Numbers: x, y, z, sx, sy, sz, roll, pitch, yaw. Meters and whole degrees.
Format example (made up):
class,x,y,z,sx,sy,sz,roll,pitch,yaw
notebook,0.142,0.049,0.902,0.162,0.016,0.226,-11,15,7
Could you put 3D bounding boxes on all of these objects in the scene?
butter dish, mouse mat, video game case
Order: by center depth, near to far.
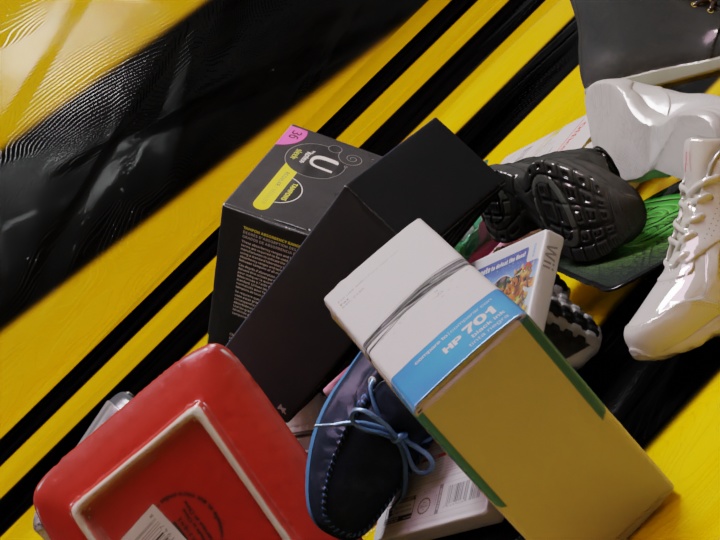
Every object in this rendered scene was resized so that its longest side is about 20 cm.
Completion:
class,x,y,z,sx,sy,sz,roll,pitch,yaw
video game case,0.072,0.081,1.342,0.143,0.018,0.201,-26,44,57
mouse mat,0.215,-0.034,1.411,0.160,0.008,0.200,-28,9,-5
butter dish,-0.097,0.176,1.436,0.199,0.200,0.148,-39,-9,17

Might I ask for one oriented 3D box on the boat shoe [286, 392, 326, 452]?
class,x,y,z,sx,sy,sz,roll,pitch,yaw
boat shoe,-0.083,0.103,1.589,0.074,0.087,0.202,-23,15,-23

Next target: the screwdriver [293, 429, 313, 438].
class,x,y,z,sx,sy,sz,roll,pitch,yaw
screwdriver,-0.022,0.116,1.479,0.199,0.028,0.029,-8,19,22

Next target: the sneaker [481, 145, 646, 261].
class,x,y,z,sx,sy,sz,roll,pitch,yaw
sneaker,0.158,-0.060,1.455,0.090,0.076,0.200,-20,16,-20

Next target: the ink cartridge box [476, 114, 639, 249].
class,x,y,z,sx,sy,sz,roll,pitch,yaw
ink cartridge box,0.164,-0.063,1.659,0.117,0.068,0.200,-50,11,-28

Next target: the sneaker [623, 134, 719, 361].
class,x,y,z,sx,sy,sz,roll,pitch,yaw
sneaker,0.219,-0.031,1.238,0.200,0.099,0.078,-46,11,-17

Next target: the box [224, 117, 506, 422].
class,x,y,z,sx,sy,sz,roll,pitch,yaw
box,0.000,0.000,1.466,0.200,0.079,0.141,-52,-5,38

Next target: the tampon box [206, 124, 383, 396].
class,x,y,z,sx,sy,sz,roll,pitch,yaw
tampon box,-0.048,0.005,1.763,0.150,0.126,0.201,-55,-20,-52

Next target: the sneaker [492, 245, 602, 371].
class,x,y,z,sx,sy,sz,roll,pitch,yaw
sneaker,0.118,0.047,1.424,0.081,0.075,0.200,-59,9,10

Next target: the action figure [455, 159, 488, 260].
class,x,y,z,sx,sy,sz,roll,pitch,yaw
action figure,0.062,-0.032,1.618,0.118,0.055,0.200,-48,13,12

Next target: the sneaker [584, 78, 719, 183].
class,x,y,z,sx,sy,sz,roll,pitch,yaw
sneaker,0.244,-0.104,1.491,0.088,0.076,0.200,-14,19,-23

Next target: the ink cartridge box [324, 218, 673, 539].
class,x,y,z,sx,sy,sz,roll,pitch,yaw
ink cartridge box,0.073,0.069,1.150,0.086,0.147,0.200,-41,23,1

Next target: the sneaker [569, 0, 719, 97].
class,x,y,z,sx,sy,sz,roll,pitch,yaw
sneaker,0.264,-0.207,1.598,0.199,0.107,0.075,-14,-1,14

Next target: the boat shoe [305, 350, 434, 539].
class,x,y,z,sx,sy,sz,roll,pitch,yaw
boat shoe,0.022,0.083,1.323,0.069,0.084,0.201,10,78,63

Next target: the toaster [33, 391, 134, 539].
class,x,y,z,sx,sy,sz,roll,pitch,yaw
toaster,-0.177,0.182,1.582,0.129,0.113,0.200,-52,-9,-7

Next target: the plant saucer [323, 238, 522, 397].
class,x,y,z,sx,sy,sz,roll,pitch,yaw
plant saucer,0.060,0.048,1.595,0.200,0.051,0.201,-40,2,1
